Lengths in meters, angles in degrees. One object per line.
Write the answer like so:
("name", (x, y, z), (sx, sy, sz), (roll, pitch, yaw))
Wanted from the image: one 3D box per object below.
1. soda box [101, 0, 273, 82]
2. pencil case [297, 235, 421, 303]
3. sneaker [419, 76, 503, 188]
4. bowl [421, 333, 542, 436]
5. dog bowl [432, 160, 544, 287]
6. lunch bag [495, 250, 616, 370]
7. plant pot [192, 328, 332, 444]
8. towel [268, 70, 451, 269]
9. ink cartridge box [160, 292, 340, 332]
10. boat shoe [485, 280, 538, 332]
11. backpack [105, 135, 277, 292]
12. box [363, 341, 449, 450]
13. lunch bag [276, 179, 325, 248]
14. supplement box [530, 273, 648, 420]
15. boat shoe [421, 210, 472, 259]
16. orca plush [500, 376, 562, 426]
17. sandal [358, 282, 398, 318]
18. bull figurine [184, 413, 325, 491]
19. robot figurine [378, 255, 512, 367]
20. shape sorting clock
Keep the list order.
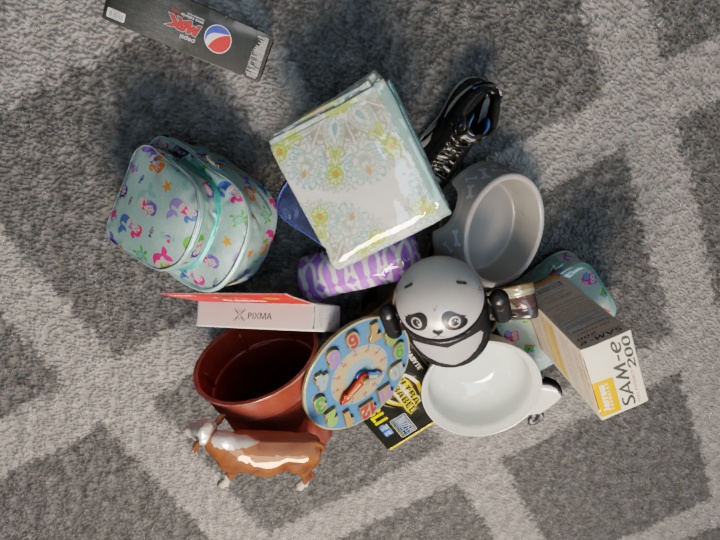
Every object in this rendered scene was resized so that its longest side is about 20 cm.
("soda box", (-0.216, -0.313, 0.688), (0.200, 0.071, 0.063), (19, 108, -16))
("pencil case", (0.000, 0.000, 0.816), (0.200, 0.084, 0.086), (-13, 121, 17))
("sneaker", (0.132, -0.183, 0.773), (0.073, 0.112, 0.200), (21, 108, -15))
("bowl", (0.199, 0.179, 0.913), (0.201, 0.090, 0.202), (0, 118, 0))
("dog bowl", (0.205, -0.065, 0.820), (0.200, 0.059, 0.201), (-11, 110, -31))
("lunch bag", (0.331, 0.066, 0.929), (0.200, 0.077, 0.160), (-38, 111, 8))
("plant pot", (-0.140, 0.207, 0.868), (0.200, 0.201, 0.196), (-16, 123, -1))
("towel", (-0.001, -0.123, 0.674), (0.171, 0.048, 0.200), (-25, 100, 15))
("ink cartridge box", (-0.154, 0.062, 0.770), (0.200, 0.176, 0.045), (0, 82, 21))
("boat shoe", (0.199, 0.070, 0.861), (0.072, 0.200, 0.065), (-5, 76, -41))
("backpack", (-0.220, -0.070, 0.713), (0.200, 0.151, 0.178), (32, 105, 10))
("box", (0.061, 0.215, 0.970), (0.160, 0.049, 0.200), (-32, 114, 8))
("lunch bag", (-0.014, -0.137, 0.763), (0.136, 0.132, 0.200), (36, 105, -3))
("supplement box", (0.327, 0.104, 0.793), (0.073, 0.200, 0.126), (-24, 113, 3))
("boat shoe", (0.118, -0.004, 0.874), (0.065, 0.072, 0.200), (19, 104, -10))
("orca plush", (0.288, 0.241, 1.003), (0.105, 0.071, 0.200), (36, 126, -3))
("sandal", (0.030, 0.058, 0.876), (0.054, 0.080, 0.200), (5, 108, -34))
("bull figurine", (-0.152, 0.263, 0.760), (0.199, 0.065, 0.122), (9, 135, -6))
("robot figurine", (0.120, 0.065, 0.756), (0.150, 0.125, 0.200), (-42, 147, -9))
("shape sorting clock", (-0.001, 0.160, 0.817), (0.200, 0.039, 0.200), (-22, 130, -30))
